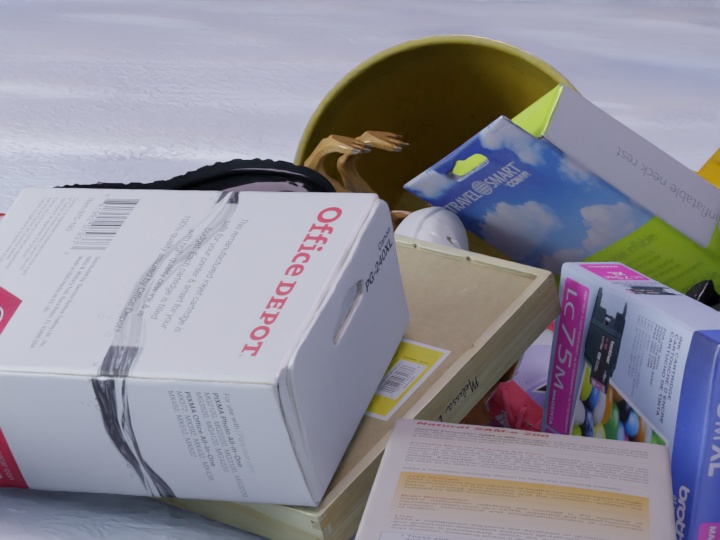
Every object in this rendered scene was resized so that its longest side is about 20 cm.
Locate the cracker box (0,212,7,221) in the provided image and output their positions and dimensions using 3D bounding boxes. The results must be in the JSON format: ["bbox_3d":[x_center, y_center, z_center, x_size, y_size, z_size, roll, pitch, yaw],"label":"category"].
[{"bbox_3d":[-0.152,0.006,1.473,0.200,0.058,0.134,3,12,-7],"label":"cracker box"}]

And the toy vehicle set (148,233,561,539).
[{"bbox_3d":[-0.007,0.054,1.164,0.124,0.027,0.200,15,44,37],"label":"toy vehicle set"}]

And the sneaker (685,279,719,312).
[{"bbox_3d":[0.223,0.057,1.267,0.074,0.088,0.200,33,-4,-34],"label":"sneaker"}]

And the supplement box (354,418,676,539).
[{"bbox_3d":[0.063,0.125,0.966,0.126,0.074,0.200,6,12,6],"label":"supplement box"}]

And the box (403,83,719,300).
[{"bbox_3d":[0.139,-0.030,1.361,0.200,0.048,0.122,33,-31,-14],"label":"box"}]

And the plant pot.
[{"bbox_3d":[0.063,-0.036,1.513,0.200,0.200,0.142,6,-10,7],"label":"plant pot"}]

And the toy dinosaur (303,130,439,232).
[{"bbox_3d":[-0.021,-0.033,1.405,0.200,0.106,0.060,17,19,4],"label":"toy dinosaur"}]

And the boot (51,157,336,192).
[{"bbox_3d":[-0.110,0.008,1.318,0.198,0.073,0.163,-3,30,2],"label":"boot"}]

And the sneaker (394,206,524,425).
[{"bbox_3d":[0.056,0.030,1.299,0.085,0.073,0.200,-11,33,17],"label":"sneaker"}]

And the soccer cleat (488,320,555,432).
[{"bbox_3d":[0.113,0.075,1.289,0.076,0.067,0.200,-32,30,-14],"label":"soccer cleat"}]

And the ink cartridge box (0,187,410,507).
[{"bbox_3d":[-0.092,0.033,1.128,0.200,0.083,0.145,2,38,23],"label":"ink cartridge box"}]

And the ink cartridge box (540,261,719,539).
[{"bbox_3d":[0.146,0.075,1.127,0.042,0.120,0.200,1,13,-24],"label":"ink cartridge box"}]

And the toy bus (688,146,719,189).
[{"bbox_3d":[0.287,-0.002,1.513,0.192,0.200,0.136,-38,26,-15],"label":"toy bus"}]
